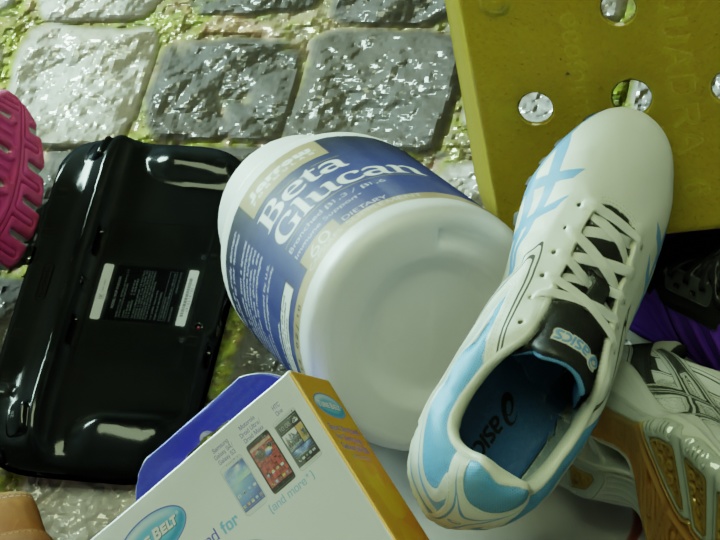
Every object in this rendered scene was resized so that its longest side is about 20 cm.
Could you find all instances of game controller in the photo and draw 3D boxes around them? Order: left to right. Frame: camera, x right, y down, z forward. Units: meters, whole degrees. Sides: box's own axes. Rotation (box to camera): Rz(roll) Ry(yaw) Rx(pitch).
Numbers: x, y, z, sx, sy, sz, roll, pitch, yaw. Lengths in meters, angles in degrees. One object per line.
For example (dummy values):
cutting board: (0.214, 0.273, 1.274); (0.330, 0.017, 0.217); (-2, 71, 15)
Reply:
game controller: (-0.116, 0.017, 1.450); (0.104, 0.042, 0.201); (10, 55, 5)

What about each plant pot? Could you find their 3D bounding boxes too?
plant pot: (0.125, -0.115, 1.340); (0.199, 0.201, 0.177); (-5, 28, 12)

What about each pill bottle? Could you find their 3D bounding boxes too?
pill bottle: (0.000, 0.000, 1.341); (0.111, 0.111, 0.200); (-30, 22, -9)

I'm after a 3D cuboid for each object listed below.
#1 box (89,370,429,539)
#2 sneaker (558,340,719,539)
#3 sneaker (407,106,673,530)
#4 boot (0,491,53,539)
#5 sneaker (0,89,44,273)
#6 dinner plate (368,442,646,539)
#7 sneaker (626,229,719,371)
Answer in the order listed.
box: (-0.026, 0.137, 1.208); (0.119, 0.041, 0.200); (-41, 67, 15)
sneaker: (0.151, 0.079, 1.244); (0.087, 0.076, 0.200); (-12, 32, -25)
sneaker: (0.085, 0.019, 1.218); (0.072, 0.072, 0.201); (-17, 42, 60)
boot: (-0.134, 0.160, 1.313); (0.199, 0.074, 0.155); (-14, 46, 1)
sneaker: (-0.233, -0.009, 1.460); (0.088, 0.081, 0.200); (16, 65, 40)
dinner plate: (0.047, 0.100, 1.302); (0.199, 0.024, 0.200); (1, 29, -1)
sneaker: (0.170, 0.010, 1.325); (0.069, 0.100, 0.200); (-36, 52, -17)
